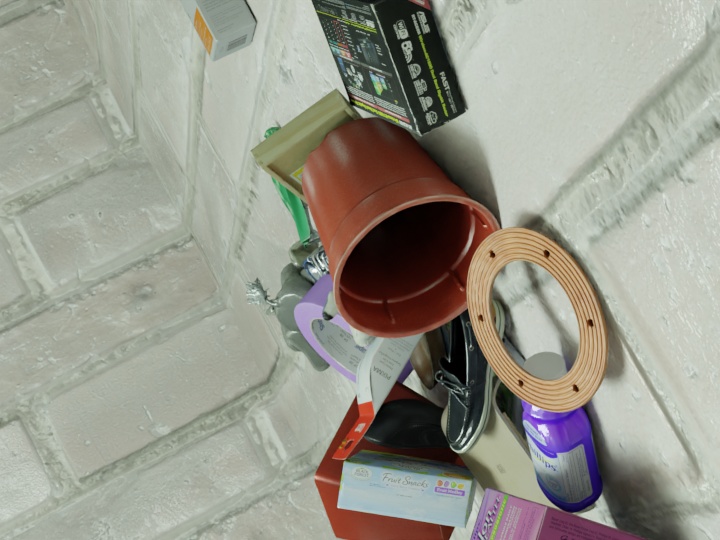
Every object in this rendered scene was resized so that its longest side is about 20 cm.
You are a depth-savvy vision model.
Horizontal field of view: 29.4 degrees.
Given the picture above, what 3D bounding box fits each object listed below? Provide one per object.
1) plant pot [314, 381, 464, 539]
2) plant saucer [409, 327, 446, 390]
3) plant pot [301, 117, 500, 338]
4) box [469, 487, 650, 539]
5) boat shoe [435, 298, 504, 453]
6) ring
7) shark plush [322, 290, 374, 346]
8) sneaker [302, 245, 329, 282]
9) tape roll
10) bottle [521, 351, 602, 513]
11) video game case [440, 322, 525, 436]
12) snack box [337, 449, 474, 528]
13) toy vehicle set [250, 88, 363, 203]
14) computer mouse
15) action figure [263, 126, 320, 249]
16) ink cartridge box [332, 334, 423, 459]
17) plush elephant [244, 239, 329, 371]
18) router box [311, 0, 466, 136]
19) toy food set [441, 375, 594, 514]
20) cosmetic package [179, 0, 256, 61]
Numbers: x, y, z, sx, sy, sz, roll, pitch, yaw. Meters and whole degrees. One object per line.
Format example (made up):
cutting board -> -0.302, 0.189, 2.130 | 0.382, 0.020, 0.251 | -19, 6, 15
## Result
plant pot -> 0.066, 0.298, 2.035 | 0.176, 0.200, 0.200 | 16, 148, 22
plant saucer -> 0.077, 0.065, 1.891 | 0.200, 0.032, 0.201 | 161, 90, -82
plant pot -> 0.032, -0.062, 1.569 | 0.201, 0.200, 0.195 | 77, 169, -45
box -> 0.233, 0.318, 1.509 | 0.175, 0.097, 0.200 | 20, 172, -11
boat shoe -> 0.123, 0.126, 1.650 | 0.075, 0.062, 0.201 | -134, 48, -58
ring -> 0.184, 0.050, 1.424 | 0.200, 0.019, 0.201 | 28, 127, 44
shark plush -> 0.000, 0.000, 1.857 | 0.083, 0.091, 0.201 | 23, -119, -68
sneaker -> -0.038, -0.008, 2.120 | 0.077, 0.085, 0.200 | 64, 166, -5
tape roll -> -0.004, 0.098, 2.089 | 0.200, 0.066, 0.200 | 34, 156, 17
bottle -> 0.222, 0.180, 1.544 | 0.084, 0.065, 0.200 | 44, 157, 50
video game case -> 0.155, 0.111, 1.759 | 0.182, 0.022, 0.200 | 55, 165, 30
snack box -> 0.068, 0.287, 1.822 | 0.200, 0.168, 0.068 | 17, -99, -83
toy vehicle set -> -0.044, -0.143, 1.662 | 0.027, 0.124, 0.200 | 58, -173, 19
computer mouse -> 0.097, 0.201, 1.853 | 0.138, 0.199, 0.053 | -142, 57, -64
action figure -> -0.110, -0.139, 2.209 | 0.118, 0.055, 0.201 | 132, 117, -77
ink cartridge box -> 0.008, 0.154, 1.817 | 0.047, 0.200, 0.160 | 33, 170, -2
plush elephant -> -0.086, 0.041, 2.285 | 0.200, 0.155, 0.165 | 27, 122, -2
router box -> 0.025, -0.241, 1.483 | 0.200, 0.062, 0.150 | 37, 151, 62
toy food set -> 0.196, 0.232, 1.719 | 0.200, 0.060, 0.143 | 54, 150, 1
cosmetic package -> -0.238, -0.432, 2.090 | 0.200, 0.071, 0.101 | 62, 167, 5
